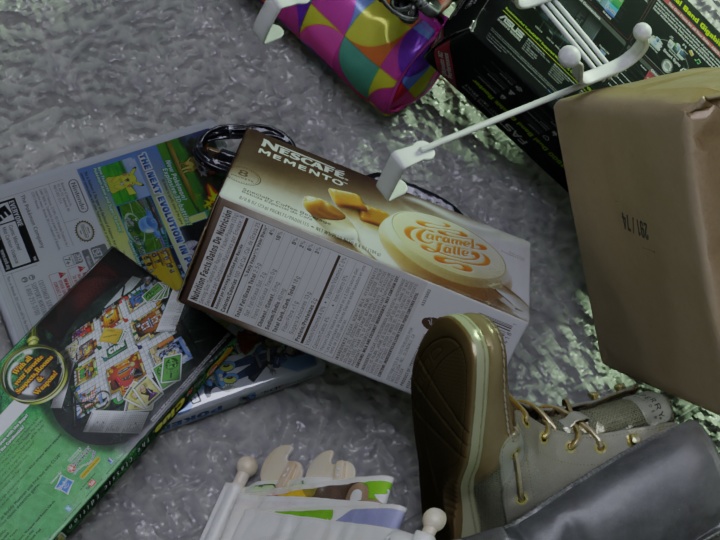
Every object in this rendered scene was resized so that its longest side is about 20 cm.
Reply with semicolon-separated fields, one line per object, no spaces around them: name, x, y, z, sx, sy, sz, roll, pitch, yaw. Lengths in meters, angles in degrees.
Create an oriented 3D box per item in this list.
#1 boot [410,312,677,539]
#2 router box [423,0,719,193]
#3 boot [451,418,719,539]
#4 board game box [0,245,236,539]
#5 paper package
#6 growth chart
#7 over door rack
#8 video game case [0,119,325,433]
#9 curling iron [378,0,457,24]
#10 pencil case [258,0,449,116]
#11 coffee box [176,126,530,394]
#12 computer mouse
boot;0.113;0.091;0.984;0.154;0.201;0.072;-16;39;-16
router box;0.159;-0.141;1.133;0.200;0.062;0.150;42;62;-16
boot;0.131;0.199;0.961;0.199;0.073;0.182;-20;110;-24
board game box;-0.178;0.084;1.019;0.105;0.023;0.200;37;64;11
paper package;0.210;-0.023;0.997;0.103;0.200;0.191;-13;100;-13
growth chart;-0.036;0.168;0.951;0.018;0.200;0.145;45;65;-33
over door rack;0.059;-0.150;1.006;0.200;0.067;0.148;-29;68;-20
video game case;-0.144;0.010;1.088;0.182;0.022;0.200;-19;65;-15
curling iron;0.057;-0.204;1.144;0.050;0.026;0.200;40;29;3
pencil case;-0.016;-0.198;1.177;0.200;0.088;0.088;41;65;14
coffee box;0.000;0.000;1.036;0.199;0.080;0.114;22;25;-4
computer mouse;-0.019;-0.048;1.121;0.199;0.034;0.059;24;69;2
